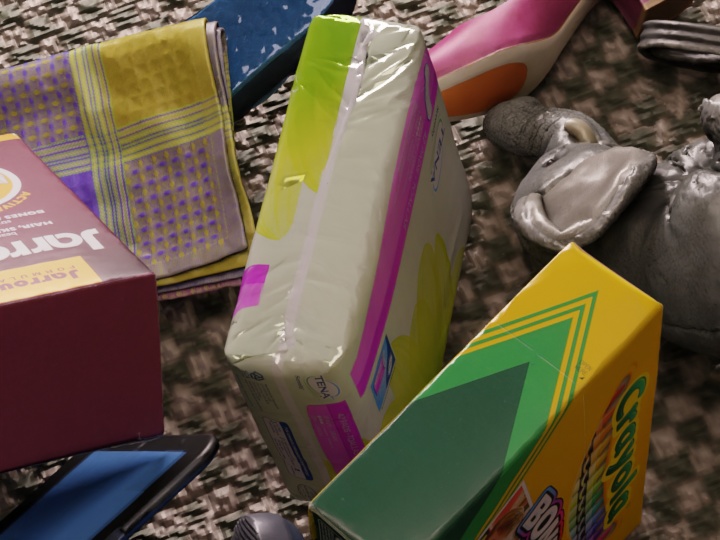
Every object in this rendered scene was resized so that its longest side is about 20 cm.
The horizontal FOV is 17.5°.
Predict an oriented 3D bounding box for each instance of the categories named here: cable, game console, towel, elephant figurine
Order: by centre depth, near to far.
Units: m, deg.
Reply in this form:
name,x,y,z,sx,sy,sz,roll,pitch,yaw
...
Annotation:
name,x,y,z,sx,sy,sz,roll,pitch,yaw
game console,-0.185,0.106,1.080,0.170,0.200,0.119,22,77,-20
elephant figurine,0.133,-0.017,1.186,0.198,0.155,0.143,-2,97,27
cable,0.239,-0.101,1.238,0.198,0.097,0.051,7,89,16
towel,-0.153,-0.048,1.238,0.198,0.023,0.145,-11,80,13

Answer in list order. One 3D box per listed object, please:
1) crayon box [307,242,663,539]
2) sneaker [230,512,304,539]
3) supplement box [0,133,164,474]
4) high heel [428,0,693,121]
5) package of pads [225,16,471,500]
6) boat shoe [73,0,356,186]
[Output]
name,x,y,z,sx,sy,sz,roll,pitch,yaw
crayon box,0.059,0.110,1.054,0.058,0.201,0.172,37,66,24
sneaker,-0.011,0.187,1.010,0.081,0.202,0.070,-11,28,-10
supplement box,-0.180,0.013,1.107,0.110,0.086,0.200,-11,27,-24
high heel,0.085,-0.153,1.290,0.199,0.067,0.096,-27,69,-16
package of pads,0.000,0.000,1.152,0.068,0.155,0.201,4,59,17
boat shoe,-0.081,-0.096,1.276,0.199,0.069,0.085,-29,71,7
